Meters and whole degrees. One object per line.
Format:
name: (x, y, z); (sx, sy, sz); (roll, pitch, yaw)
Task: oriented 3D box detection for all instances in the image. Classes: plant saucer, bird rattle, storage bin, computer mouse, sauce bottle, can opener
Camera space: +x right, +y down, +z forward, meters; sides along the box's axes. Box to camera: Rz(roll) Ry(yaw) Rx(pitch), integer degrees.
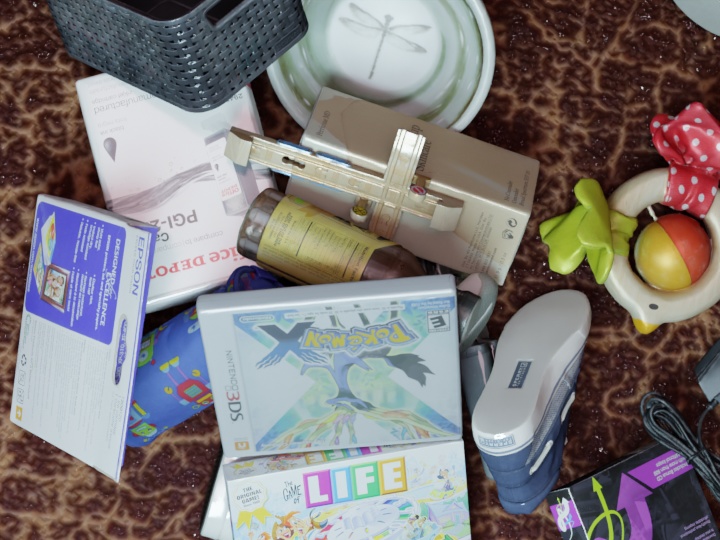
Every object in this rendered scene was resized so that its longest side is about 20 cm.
plant saucer: (0.018, -0.193, 1.617); (0.198, 0.050, 0.202); (5, 119, 8)
bird rattle: (0.257, -0.041, 1.630); (0.199, 0.113, 0.164); (-31, 99, -15)
storage bin: (-0.156, -0.225, 1.557); (0.199, 0.094, 0.135); (27, 58, 38)
computer mouse: (0.346, 0.104, 1.611); (0.200, 0.046, 0.141); (-41, 90, -15)
sauce bottle: (0.000, 0.000, 1.527); (0.198, 0.065, 0.065); (26, 86, 9)
can opener: (0.090, 0.082, 1.633); (0.066, 0.053, 0.202); (-16, 86, 31)

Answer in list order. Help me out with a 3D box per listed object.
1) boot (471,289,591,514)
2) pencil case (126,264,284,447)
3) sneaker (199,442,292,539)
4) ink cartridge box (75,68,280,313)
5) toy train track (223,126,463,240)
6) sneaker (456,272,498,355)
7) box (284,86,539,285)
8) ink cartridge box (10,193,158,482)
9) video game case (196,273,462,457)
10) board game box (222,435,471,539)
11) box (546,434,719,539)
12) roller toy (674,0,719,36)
boot: (0.148, 0.107, 1.595); (0.072, 0.200, 0.091); (3, 128, 29)
pencil case: (-0.136, 0.067, 1.568); (0.199, 0.078, 0.088); (-34, 43, 31)
sneaker: (-0.071, 0.136, 1.614); (0.084, 0.073, 0.202); (15, 95, -6)
ink cartridge box: (-0.146, -0.078, 1.616); (0.144, 0.085, 0.202); (-15, 89, -1)
toy train track: (-0.016, -0.069, 1.537); (0.198, 0.033, 0.116); (18, 123, 1)
sneaker: (0.031, 0.063, 1.590); (0.200, 0.070, 0.080); (-45, 72, 20)
box: (0.043, -0.071, 1.599); (0.198, 0.095, 0.078); (18, 125, -2)
ink cartridge box: (-0.215, 0.051, 1.544); (0.043, 0.199, 0.201); (4, 98, -35)
video game case: (-0.020, 0.078, 1.503); (0.198, 0.183, 0.022); (-5, 47, 1)
board game box: (-0.009, 0.211, 1.586); (0.198, 0.034, 0.136); (-9, 110, -8)
box: (0.248, 0.253, 1.587); (0.142, 0.036, 0.202); (-20, 88, -37)
roller toy: (0.342, -0.294, 1.606); (0.199, 0.140, 0.183); (32, 86, 2)
